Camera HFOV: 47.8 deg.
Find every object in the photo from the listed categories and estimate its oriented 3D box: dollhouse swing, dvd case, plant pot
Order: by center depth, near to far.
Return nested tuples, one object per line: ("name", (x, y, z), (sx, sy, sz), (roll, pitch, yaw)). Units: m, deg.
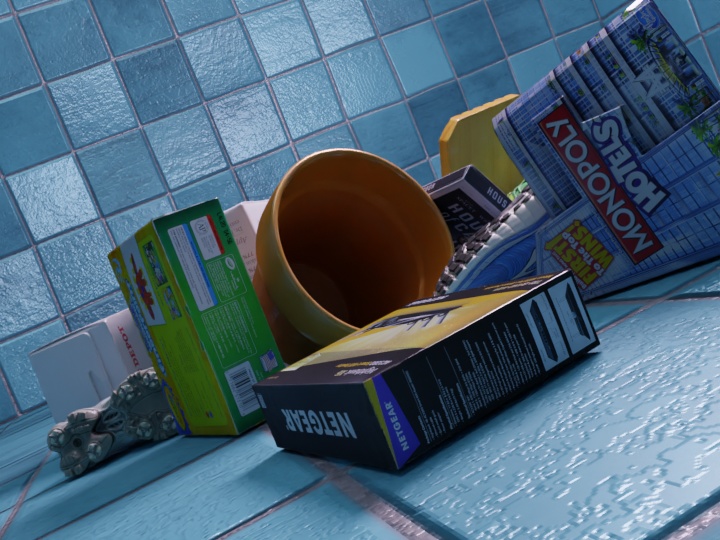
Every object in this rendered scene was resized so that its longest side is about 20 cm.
("plant pot", (-0.031, 0.009, 0.841), (0.199, 0.202, 0.183), (-25, -11, -36))
("dvd case", (0.110, -0.037, 0.895), (0.199, 0.150, 0.025), (-18, 38, 60))
("dollhouse swing", (0.133, -0.127, 1.114), (0.198, 0.178, 0.180), (-27, 16, -34))

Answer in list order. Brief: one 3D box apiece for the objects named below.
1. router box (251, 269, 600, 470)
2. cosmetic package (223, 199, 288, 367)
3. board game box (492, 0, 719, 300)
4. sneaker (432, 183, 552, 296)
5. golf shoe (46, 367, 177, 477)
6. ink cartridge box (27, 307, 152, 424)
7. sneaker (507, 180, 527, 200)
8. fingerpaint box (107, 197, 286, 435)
("router box", (0.032, 0.064, 0.537), (0.156, 0.053, 0.199), (-25, 3, -26))
("cosmetic package", (-0.157, 0.037, 1.020), (0.165, 0.203, 0.166), (-23, 3, 8))
("board game box", (0.192, -0.067, 0.626), (0.199, 0.201, 0.062), (-38, -5, 27))
("sneaker", (0.145, -0.007, 0.727), (0.200, 0.089, 0.079), (-43, 6, 11))
("golf shoe", (-0.247, 0.156, 0.909), (0.197, 0.079, 0.097), (-22, -3, 7))
("ink cartridge box", (-0.308, 0.129, 1.097), (0.143, 0.149, 0.200), (-22, 3, 22))
("sneaker", (0.202, -0.077, 1.012), (0.200, 0.074, 0.084), (-43, -19, -20))
("fingerpaint box", (-0.156, 0.051, 0.785), (0.073, 0.203, 0.166), (-23, 2, -32))
